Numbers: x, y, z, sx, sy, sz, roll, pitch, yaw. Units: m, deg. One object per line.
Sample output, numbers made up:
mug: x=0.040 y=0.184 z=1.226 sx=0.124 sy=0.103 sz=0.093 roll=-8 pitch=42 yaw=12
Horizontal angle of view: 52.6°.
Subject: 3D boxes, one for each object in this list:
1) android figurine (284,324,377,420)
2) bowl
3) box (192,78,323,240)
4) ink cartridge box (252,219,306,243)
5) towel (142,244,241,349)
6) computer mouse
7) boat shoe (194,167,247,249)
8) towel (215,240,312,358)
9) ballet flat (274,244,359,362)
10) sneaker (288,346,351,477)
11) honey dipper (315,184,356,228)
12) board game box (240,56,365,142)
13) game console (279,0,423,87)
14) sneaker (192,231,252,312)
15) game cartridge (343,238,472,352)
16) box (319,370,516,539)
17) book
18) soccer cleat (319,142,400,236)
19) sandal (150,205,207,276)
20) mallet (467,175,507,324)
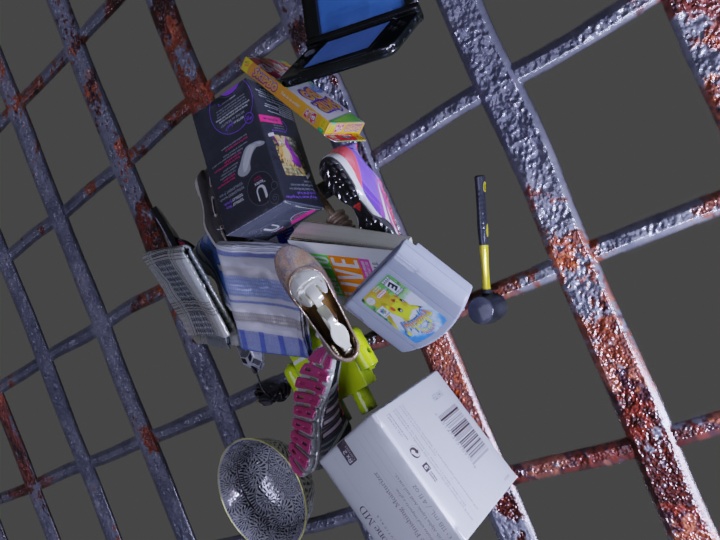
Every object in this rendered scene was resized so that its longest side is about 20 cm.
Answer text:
android figurine: x=-0.052 y=0.150 z=1.189 sx=0.181 sy=0.041 sz=0.203 roll=-31 pitch=85 yaw=35
bowl: x=-0.145 y=0.371 z=1.266 sx=0.198 sy=0.094 sz=0.205 roll=8 pitch=106 yaw=32
box: x=-0.155 y=-0.163 z=1.101 sx=0.121 sy=0.105 sz=0.203 roll=-25 pitch=75 yaw=27
ink cartridge box: x=-0.138 y=-0.079 z=1.195 sx=0.098 sy=0.039 sz=0.204 roll=-16 pitch=90 yaw=34
towel: x=-0.296 y=0.051 z=1.264 sx=0.191 sy=0.034 sz=0.202 roll=-4 pitch=119 yaw=53
computer mouse: x=-0.182 y=0.135 z=1.263 sx=0.109 sy=0.043 sz=0.203 roll=-29 pitch=82 yaw=59
boat shoe: x=-0.225 y=-0.101 z=1.205 sx=0.057 sy=0.066 sz=0.202 roll=-43 pitch=54 yaw=26
towel: x=-0.150 y=0.047 z=1.149 sx=0.144 sy=0.024 sz=0.203 roll=5 pitch=119 yaw=24
ballet flat: x=-0.057 y=0.051 z=1.067 sx=0.068 sy=0.067 sz=0.201 roll=-36 pitch=107 yaw=-6
sneaker: x=-0.055 y=0.221 z=1.150 sx=0.073 sy=0.087 sz=0.204 roll=6 pitch=86 yaw=46
honey dipper: x=-0.072 y=-0.125 z=1.144 sx=0.038 sy=0.038 sz=0.201 roll=-46 pitch=73 yaw=32
board game box: x=-0.080 y=-0.254 z=1.083 sx=0.200 sy=0.095 sz=0.030 roll=43 pitch=119 yaw=18
game console: x=-0.024 y=-0.364 z=1.015 sx=0.197 sy=0.177 sz=0.117 roll=-6 pitch=126 yaw=35
sneaker: x=-0.206 y=0.000 z=1.235 sx=0.200 sy=0.078 sz=0.090 roll=46 pitch=123 yaw=17
game cartridge: x=0.067 y=0.045 z=1.028 sx=0.132 sy=0.041 sz=0.200 roll=34 pitch=145 yaw=-6
box: x=0.085 y=0.281 z=1.029 sx=0.200 sy=0.199 sz=0.131 roll=52 pitch=122 yaw=12
book: x=0.000 y=0.000 z=1.094 sx=0.197 sy=0.048 sz=0.135 roll=8 pitch=135 yaw=32
soccer cleat: x=0.019 y=-0.096 z=1.076 sx=0.068 sy=0.073 sz=0.201 roll=-23 pitch=106 yaw=50
sandal: x=-0.307 y=-0.032 z=1.301 sx=0.045 sy=0.075 sz=0.202 roll=-29 pitch=93 yaw=-9
mallet: x=0.165 y=-0.026 z=0.990 sx=0.040 sy=0.066 sz=0.204 roll=-3 pitch=98 yaw=30
